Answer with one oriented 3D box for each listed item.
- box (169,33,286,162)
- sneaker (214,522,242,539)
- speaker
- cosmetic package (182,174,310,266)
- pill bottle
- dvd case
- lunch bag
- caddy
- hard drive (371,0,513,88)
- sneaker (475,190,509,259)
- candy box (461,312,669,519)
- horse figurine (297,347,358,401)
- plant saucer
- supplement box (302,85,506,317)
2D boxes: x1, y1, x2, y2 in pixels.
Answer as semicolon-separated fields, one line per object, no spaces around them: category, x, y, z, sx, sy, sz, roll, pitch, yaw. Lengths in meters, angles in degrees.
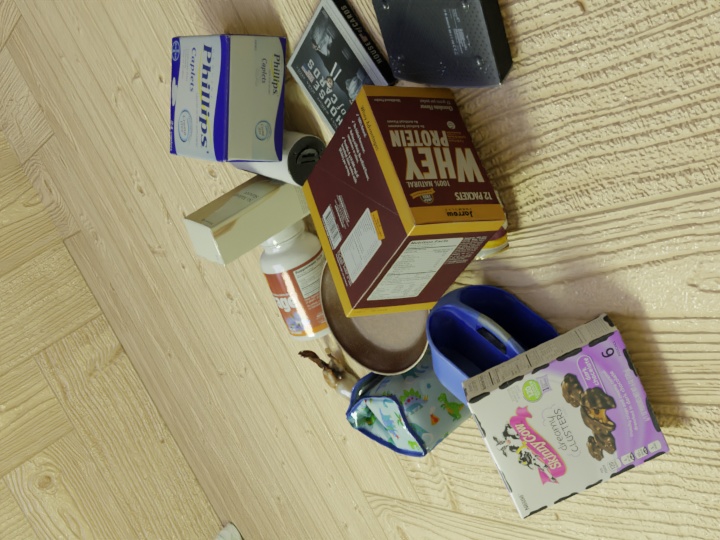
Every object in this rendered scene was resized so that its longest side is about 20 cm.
box;-0.206;-0.264;1.589;0.199;0.103;0.188;14;104;54
sneaker;-0.375;0.881;3.218;0.200;0.080;0.071;45;149;22
speaker;-0.135;-0.187;1.655;0.199;0.081;0.082;19;135;51
cosmetic package;-0.177;-0.094;1.690;0.104;0.199;0.072;17;134;51
pill bottle;-0.105;0.008;1.775;0.111;0.111;0.203;9;127;56
dvd case;-0.029;-0.275;1.440;0.152;0.025;0.200;56;153;5
lunch bag;0.081;0.183;1.576;0.129;0.169;0.199;60;155;-7
caddy;0.176;0.104;1.363;0.199;0.141;0.106;39;154;32
hard drive;0.093;-0.282;1.201;0.199;0.042;0.137;18;133;53
sneaker;0.118;-0.079;1.357;0.198;0.074;0.092;17;120;49
candy box;0.244;0.176;1.252;0.170;0.197;0.072;63;-174;-13
horse figurine;-0.028;0.211;1.917;0.200;0.050;0.133;43;168;11
plant saucer;0.027;0.047;1.471;0.198;0.036;0.204;17;117;36
supplement box;0.046;-0.084;1.279;0.201;0.131;0.200;-53;50;48
